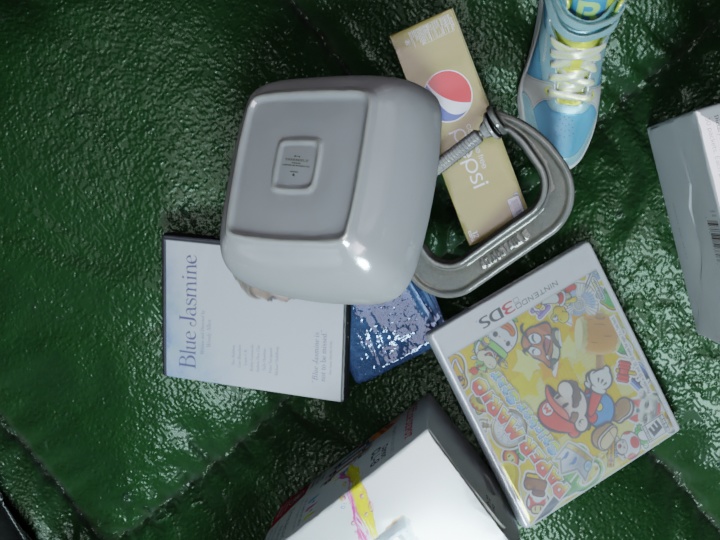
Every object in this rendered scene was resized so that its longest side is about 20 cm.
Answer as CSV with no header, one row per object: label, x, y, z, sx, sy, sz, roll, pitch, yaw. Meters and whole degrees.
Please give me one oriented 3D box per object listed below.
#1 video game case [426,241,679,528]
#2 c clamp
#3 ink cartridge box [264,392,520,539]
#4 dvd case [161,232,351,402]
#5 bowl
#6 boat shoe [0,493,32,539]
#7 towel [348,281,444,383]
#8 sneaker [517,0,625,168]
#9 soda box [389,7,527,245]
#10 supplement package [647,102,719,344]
video game case,0.182,0.104,0.789,0.180,0.023,0.203,-28,93,-10
c clamp,0.078,-0.069,0.740,0.198,0.027,0.173,-29,90,21
ink cartridge box,0.030,0.240,0.780,0.199,0.145,0.146,-37,91,7
dvd case,-0.103,0.043,0.814,0.196,0.018,0.146,6,102,17
bowl,-0.037,-0.079,0.729,0.196,0.074,0.204,6,80,28
boat shoe,-0.403,0.237,0.858,0.198,0.073,0.069,36,112,11
towel,0.000,0.000,0.811,0.110,0.049,0.203,-26,92,8
sneaker,0.184,-0.190,0.735,0.078,0.131,0.205,3,96,4
soda box,0.092,-0.130,0.780,0.063,0.068,0.204,-20,93,8
supplement package,0.339,-0.046,0.719,0.109,0.156,0.204,-16,93,6
